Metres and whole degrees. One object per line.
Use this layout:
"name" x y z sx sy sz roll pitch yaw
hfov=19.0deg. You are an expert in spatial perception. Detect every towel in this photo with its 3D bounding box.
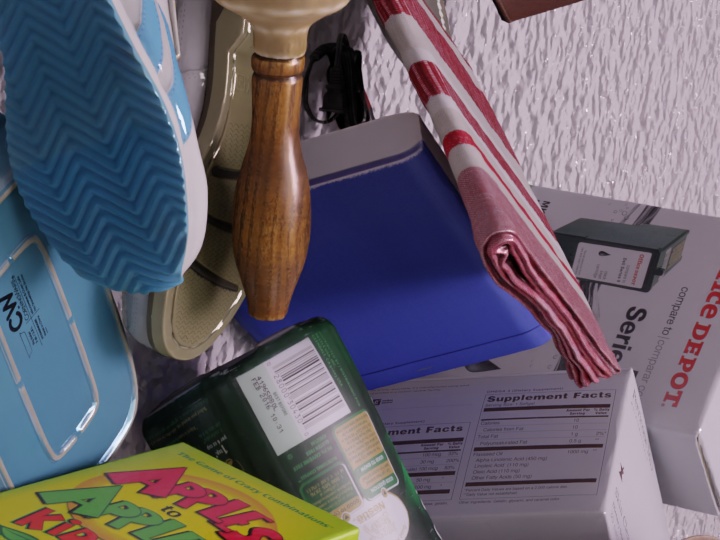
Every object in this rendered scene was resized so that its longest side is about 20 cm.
"towel" 0.050 -0.054 0.966 0.144 0.023 0.200 49 15 -53

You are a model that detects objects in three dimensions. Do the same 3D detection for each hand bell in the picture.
"hand bell" -0.032 -0.075 0.853 0.104 0.104 0.201 -31 128 -55

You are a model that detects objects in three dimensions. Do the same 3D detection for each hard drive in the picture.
"hard drive" 0.000 0.000 1.022 0.200 0.132 0.025 51 28 -56

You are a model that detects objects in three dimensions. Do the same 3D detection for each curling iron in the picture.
"curling iron" 0.008 -0.031 1.112 0.050 0.025 0.200 -62 142 -47

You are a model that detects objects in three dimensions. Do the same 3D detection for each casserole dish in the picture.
"casserole dish" -0.140 0.029 0.863 0.121 0.039 0.200 -55 144 -39

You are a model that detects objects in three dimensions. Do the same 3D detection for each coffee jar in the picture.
"coffee jar" -0.011 0.128 0.973 0.085 0.104 0.200 -27 87 -37

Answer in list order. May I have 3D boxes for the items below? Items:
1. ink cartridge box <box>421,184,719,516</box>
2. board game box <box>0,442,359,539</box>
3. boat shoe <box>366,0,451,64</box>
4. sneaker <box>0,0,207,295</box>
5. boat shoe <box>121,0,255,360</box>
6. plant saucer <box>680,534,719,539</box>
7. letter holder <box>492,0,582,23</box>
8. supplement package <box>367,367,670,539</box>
"ink cartridge box" 0.128 0.037 1.197 0.146 0.199 0.084 -63 148 -29
"board game box" -0.103 0.122 0.825 0.200 0.101 0.048 -12 117 -51
"boat shoe" 0.018 -0.178 1.034 0.060 0.072 0.202 -25 134 -4
"sneaker" -0.097 -0.090 0.817 0.081 0.076 0.201 -39 116 -62
"boat shoe" -0.075 -0.064 0.916 0.075 0.068 0.201 22 79 -63
"plant saucer" 0.130 0.220 1.017 0.200 0.037 0.201 -20 116 -51
"letter holder" 0.121 -0.199 1.070 0.200 0.142 0.101 -1 77 -83
"supplement package" 0.077 0.164 1.116 0.111 0.155 0.200 -72 151 -50
